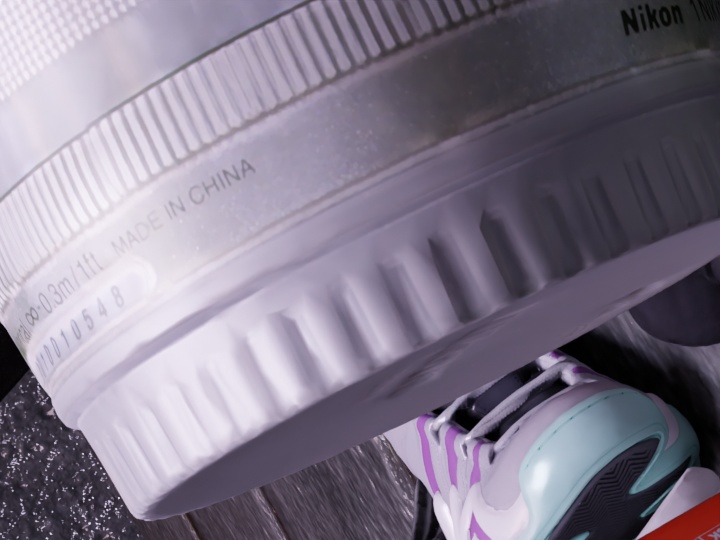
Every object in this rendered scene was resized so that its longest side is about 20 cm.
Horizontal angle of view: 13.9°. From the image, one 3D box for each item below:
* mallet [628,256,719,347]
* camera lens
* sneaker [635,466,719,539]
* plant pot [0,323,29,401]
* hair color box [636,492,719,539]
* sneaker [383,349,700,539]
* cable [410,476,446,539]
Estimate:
[{"bbox_3d":[0.118,0.032,0.634,0.200,0.041,0.066,47,163,34],"label":"mallet"},{"bbox_3d":[-0.023,-0.070,0.599,0.160,0.159,0.201,118,128,-78],"label":"camera lens"},{"bbox_3d":[0.107,0.124,0.870,0.088,0.075,0.200,35,168,10],"label":"sneaker"},{"bbox_3d":[-0.159,-0.095,1.003,0.199,0.177,0.201,24,135,30],"label":"plant pot"},{"bbox_3d":[0.141,0.126,0.660,0.200,0.061,0.102,34,147,58],"label":"hair color box"},{"bbox_3d":[0.033,0.036,0.910,0.140,0.077,0.200,55,168,14],"label":"sneaker"},{"bbox_3d":[0.039,0.099,1.011,0.098,0.050,0.200,67,-169,16],"label":"cable"}]
